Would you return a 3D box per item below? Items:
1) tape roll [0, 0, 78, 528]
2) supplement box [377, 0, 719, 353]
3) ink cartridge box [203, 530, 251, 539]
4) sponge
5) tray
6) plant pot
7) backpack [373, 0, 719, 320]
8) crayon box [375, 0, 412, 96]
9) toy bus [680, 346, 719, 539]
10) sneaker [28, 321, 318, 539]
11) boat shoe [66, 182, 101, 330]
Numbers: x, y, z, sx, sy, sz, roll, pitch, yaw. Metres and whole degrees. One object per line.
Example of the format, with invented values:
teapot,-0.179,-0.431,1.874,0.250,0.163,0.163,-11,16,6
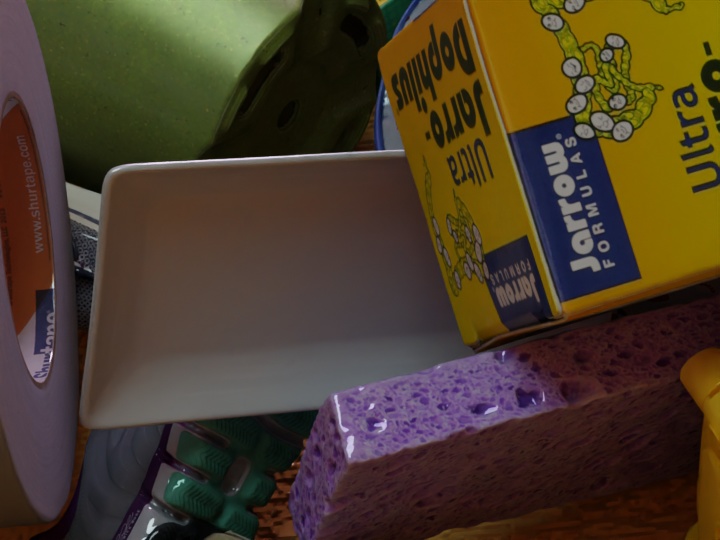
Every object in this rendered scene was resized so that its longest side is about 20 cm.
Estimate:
tape roll,-0.149,-0.008,0.867,0.066,0.201,0.201,-4,44,2
supplement box,0.123,-0.056,0.797,0.200,0.109,0.110,-16,87,-15
ink cartridge box,-0.015,0.171,0.766,0.200,0.075,0.165,16,26,31
sponge,0.077,0.051,0.845,0.200,0.112,0.030,-12,67,-16
tray,0.000,0.000,0.859,0.200,0.108,0.022,-4,34,-21
plant pot,-0.097,-0.105,1.054,0.190,0.200,0.200,33,61,24
backpack,0.101,-0.057,0.959,0.190,0.154,0.200,-12,45,20
crayon box,0.052,-0.171,1.147,0.200,0.058,0.119,-34,46,-18
toy bus,0.203,0.050,0.781,0.200,0.192,0.136,-21,42,-7
sneaker,-0.062,0.047,0.921,0.087,0.074,0.200,21,74,44
boat shoe,-0.141,0.010,0.998,0.200,0.075,0.093,27,62,20
